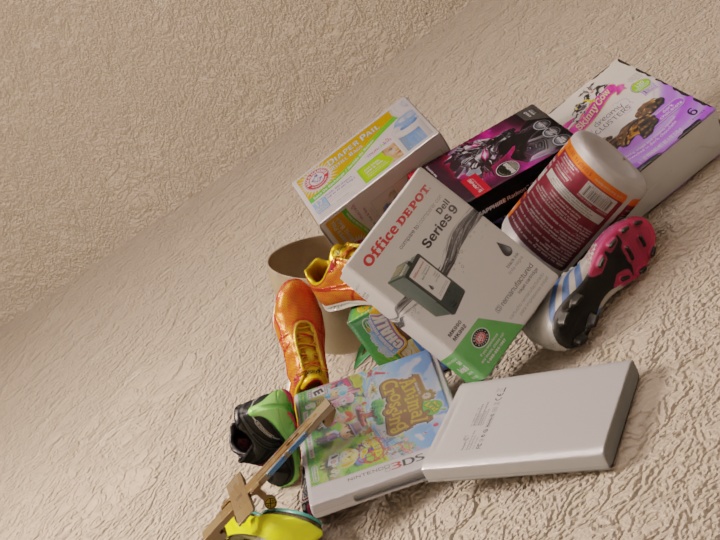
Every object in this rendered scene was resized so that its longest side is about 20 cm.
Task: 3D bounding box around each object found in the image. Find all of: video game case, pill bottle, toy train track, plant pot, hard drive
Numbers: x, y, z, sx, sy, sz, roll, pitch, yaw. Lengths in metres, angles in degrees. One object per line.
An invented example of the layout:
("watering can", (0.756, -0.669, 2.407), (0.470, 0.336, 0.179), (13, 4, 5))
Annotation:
("video game case", (0.020, 0.175, 1.179), (0.179, 0.022, 0.201), (-19, 30, 1))
("pill bottle", (0.238, -0.058, 1.256), (0.201, 0.109, 0.110), (-52, 11, 25))
("toy train track", (-0.093, 0.226, 1.154), (0.200, 0.033, 0.115), (-47, 17, -2))
("plant pot", (-0.029, 0.040, 1.507), (0.197, 0.137, 0.201), (-5, 19, 2))
("hard drive", (0.168, 0.151, 1.047), (0.198, 0.026, 0.132), (-12, 29, 36))

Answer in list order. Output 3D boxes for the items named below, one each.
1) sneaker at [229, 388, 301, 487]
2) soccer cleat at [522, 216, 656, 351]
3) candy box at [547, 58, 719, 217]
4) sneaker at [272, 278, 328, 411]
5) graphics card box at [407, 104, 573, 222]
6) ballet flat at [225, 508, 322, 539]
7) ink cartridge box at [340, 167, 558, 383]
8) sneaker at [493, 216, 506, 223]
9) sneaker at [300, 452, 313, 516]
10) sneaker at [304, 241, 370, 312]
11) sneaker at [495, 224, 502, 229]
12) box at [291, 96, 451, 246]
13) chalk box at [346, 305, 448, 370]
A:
("sneaker", (-0.115, 0.201, 1.266), (0.082, 0.201, 0.078), (-7, 55, -3))
("soccer cleat", (0.256, 0.010, 1.198), (0.200, 0.070, 0.086), (-46, 21, -24))
("candy box", (0.342, -0.171, 1.373), (0.167, 0.072, 0.200), (-39, 39, -4))
("sneaker", (-0.067, 0.111, 1.370), (0.072, 0.203, 0.077), (-10, 3, -23))
("graphics card box", (0.170, -0.125, 1.331), (0.198, 0.051, 0.126), (-28, 35, -6))
("ballet flat", (-0.106, 0.304, 1.188), (0.199, 0.066, 0.068), (-13, 50, 57))
("ink cartridge box", (0.095, 0.007, 1.178), (0.147, 0.199, 0.084), (-52, -2, -10))
("sneaker", (0.247, -0.104, 1.461), (0.198, 0.077, 0.087), (-24, 21, -36))
("sneaker", (-0.042, 0.216, 1.243), (0.080, 0.075, 0.201), (-30, 20, 20))
("sneaker", (0.000, 0.000, 1.293), (0.199, 0.078, 0.073), (-18, 24, 44))
("sneaker", (0.152, -0.017, 1.475), (0.200, 0.075, 0.116), (-47, 23, 2))
("box", (0.024, -0.118, 1.419), (0.199, 0.102, 0.113), (-38, 43, 0))
("chalk box", (0.067, 0.058, 1.344), (0.198, 0.125, 0.125), (-30, 19, 20))
